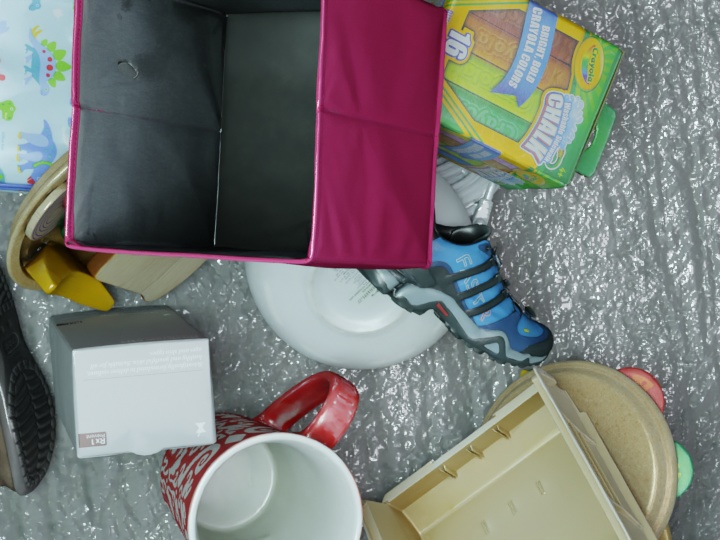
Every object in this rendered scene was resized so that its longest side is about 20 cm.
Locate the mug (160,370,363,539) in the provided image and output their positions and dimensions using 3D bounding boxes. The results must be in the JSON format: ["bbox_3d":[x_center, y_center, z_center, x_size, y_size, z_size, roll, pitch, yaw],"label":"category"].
[{"bbox_3d":[-0.073,0.172,1.193,0.177,0.200,0.134,-28,100,-15],"label":"mug"}]

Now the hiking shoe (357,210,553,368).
[{"bbox_3d":[0.092,0.011,1.183,0.199,0.074,0.087,29,100,-32],"label":"hiking shoe"}]

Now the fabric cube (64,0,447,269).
[{"bbox_3d":[-0.067,-0.105,1.041,0.195,0.199,0.202,3,91,27],"label":"fabric cube"}]

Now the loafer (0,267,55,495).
[{"bbox_3d":[-0.303,0.085,1.193,0.070,0.073,0.202,-11,99,17],"label":"loafer"}]

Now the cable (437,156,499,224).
[{"bbox_3d":[0.046,-0.137,1.285,0.199,0.069,0.201,30,83,-16],"label":"cable"}]

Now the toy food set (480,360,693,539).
[{"bbox_3d":[0.191,0.175,1.299,0.049,0.199,0.200,14,90,-58],"label":"toy food set"}]

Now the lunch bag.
[{"bbox_3d":[-0.256,-0.161,1.182,0.159,0.082,0.202,7,92,-21],"label":"lunch bag"}]

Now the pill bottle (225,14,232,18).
[{"bbox_3d":[-0.154,-0.294,1.190,0.200,0.111,0.111,43,80,-15],"label":"pill bottle"}]

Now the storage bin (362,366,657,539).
[{"bbox_3d":[0.121,0.214,1.223,0.200,0.199,0.094,-39,140,16],"label":"storage bin"}]

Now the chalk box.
[{"bbox_3d":[0.124,-0.143,1.208,0.199,0.124,0.125,23,85,-17],"label":"chalk box"}]

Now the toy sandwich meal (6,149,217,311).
[{"bbox_3d":[-0.184,-0.036,1.157,0.205,0.205,0.070,-39,72,-12],"label":"toy sandwich meal"}]

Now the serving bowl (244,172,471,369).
[{"bbox_3d":[0.000,0.000,1.235,0.198,0.066,0.202,0,113,0],"label":"serving bowl"}]

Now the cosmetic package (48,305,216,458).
[{"bbox_3d":[-0.182,0.082,1.153,0.106,0.200,0.091,-4,94,-18],"label":"cosmetic package"}]
